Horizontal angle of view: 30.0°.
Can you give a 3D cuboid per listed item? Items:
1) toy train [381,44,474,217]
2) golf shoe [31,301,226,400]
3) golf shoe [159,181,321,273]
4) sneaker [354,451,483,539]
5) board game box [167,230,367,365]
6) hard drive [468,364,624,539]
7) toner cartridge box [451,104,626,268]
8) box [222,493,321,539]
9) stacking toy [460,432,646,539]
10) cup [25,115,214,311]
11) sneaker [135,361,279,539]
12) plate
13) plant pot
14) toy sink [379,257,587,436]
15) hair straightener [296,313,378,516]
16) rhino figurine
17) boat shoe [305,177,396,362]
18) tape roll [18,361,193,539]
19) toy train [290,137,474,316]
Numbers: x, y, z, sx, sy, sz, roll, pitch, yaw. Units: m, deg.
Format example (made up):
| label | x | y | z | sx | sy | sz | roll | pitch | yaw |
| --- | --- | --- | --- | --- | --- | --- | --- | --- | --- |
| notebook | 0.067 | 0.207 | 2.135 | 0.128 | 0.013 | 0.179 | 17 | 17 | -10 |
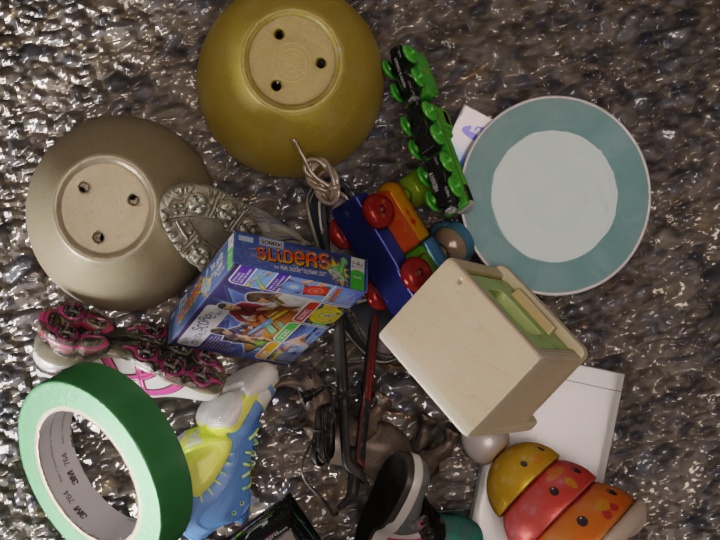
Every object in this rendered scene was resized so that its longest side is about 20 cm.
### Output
| label | x | y | z | sx | sy | sz | roll | pitch | yaw |
| --- | --- | --- | --- | --- | --- | --- | --- | --- | --- |
| toy train | 0.070 | -0.140 | 1.350 | 0.041 | 0.056 | 0.202 | -31 | 61 | 28 |
| golf shoe | -0.235 | 0.098 | 1.369 | 0.197 | 0.073 | 0.093 | 17 | 126 | -3 |
| golf shoe | -0.128 | -0.037 | 1.324 | 0.199 | 0.097 | 0.079 | 31 | 99 | -40 |
| sneaker | 0.069 | 0.254 | 1.338 | 0.119 | 0.201 | 0.085 | 9 | 51 | -10 |
| board game box | -0.093 | 0.032 | 1.294 | 0.134 | 0.200 | 0.035 | 12 | 61 | -22 |
| hard drive | 0.194 | 0.194 | 1.411 | 0.130 | 0.027 | 0.203 | 12 | 90 | -3 |
| toner cartridge box | 0.171 | -0.083 | 1.400 | 0.198 | 0.043 | 0.096 | 27 | 88 | -3 |
| box | -0.094 | 0.322 | 1.307 | 0.148 | 0.200 | 0.125 | -34 | 92 | -2 |
| stacking toy | 0.173 | 0.224 | 1.347 | 0.200 | 0.146 | 0.146 | 44 | 88 | 13 |
| cup | -0.242 | -0.058 | 1.326 | 0.197 | 0.143 | 0.204 | 0 | 91 | -4 |
| sneaker | -0.135 | 0.192 | 1.379 | 0.200 | 0.076 | 0.105 | -47 | 111 | -3 |
| plate | 0.197 | -0.076 | 1.367 | 0.197 | 0.026 | 0.204 | 0 | 91 | -3 |
| plant pot | -0.069 | -0.199 | 1.336 | 0.197 | 0.142 | 0.203 | 0 | 90 | -3 |
| toy sink | 0.131 | 0.073 | 1.296 | 0.112 | 0.199 | 0.131 | -47 | 68 | 14 |
| hair straightener | -0.027 | 0.139 | 1.326 | 0.076 | 0.041 | 0.203 | 6 | 78 | -3 |
| rhino figurine | 0.000 | 0.162 | 1.372 | 0.198 | 0.060 | 0.088 | 28 | 88 | -13 |
| boat shoe | 0.000 | 0.000 | 1.380 | 0.074 | 0.062 | 0.203 | -17 | 93 | -9 |
| tape roll | -0.251 | 0.192 | 1.310 | 0.048 | 0.199 | 0.202 | -31 | 92 | -47 |
| toy train | 0.026 | -0.068 | 1.327 | 0.115 | 0.084 | 0.202 | -33 | 93 | -36 |
